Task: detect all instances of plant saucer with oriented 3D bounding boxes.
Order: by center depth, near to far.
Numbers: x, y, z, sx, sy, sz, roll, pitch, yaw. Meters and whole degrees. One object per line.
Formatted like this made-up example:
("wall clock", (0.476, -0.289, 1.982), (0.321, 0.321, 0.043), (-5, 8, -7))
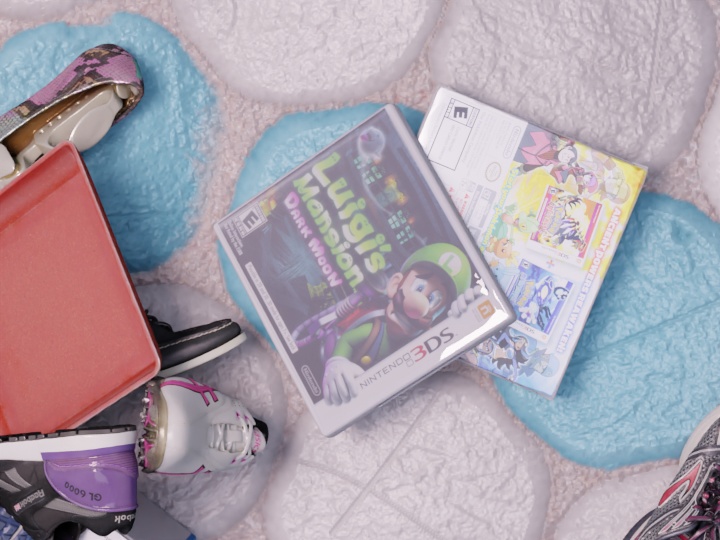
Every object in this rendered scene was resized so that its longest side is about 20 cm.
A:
("plant saucer", (-0.247, 0.033, 1.398), (0.200, 0.037, 0.200), (-33, 72, 29))

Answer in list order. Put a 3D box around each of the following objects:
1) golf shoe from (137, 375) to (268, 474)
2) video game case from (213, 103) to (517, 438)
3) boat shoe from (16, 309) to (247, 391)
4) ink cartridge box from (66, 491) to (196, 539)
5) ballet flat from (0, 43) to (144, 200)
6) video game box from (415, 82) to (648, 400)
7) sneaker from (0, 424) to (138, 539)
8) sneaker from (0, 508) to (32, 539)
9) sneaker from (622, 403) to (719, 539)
("golf shoe", (-0.119, 0.119, 1.374), (0.091, 0.200, 0.073), (4, 88, 4))
("video game case", (0.000, 0.000, 1.411), (0.181, 0.023, 0.201), (-33, 74, 15))
("boat shoe", (-0.191, 0.062, 1.440), (0.198, 0.074, 0.066), (-17, 94, 17))
("ink cartridge box", (-0.228, 0.276, 1.412), (0.086, 0.146, 0.200), (36, 94, 1))
("ballet flat", (-0.254, -0.101, 1.435), (0.200, 0.071, 0.069), (-40, 129, 2))
("video game box", (0.109, -0.024, 1.434), (0.181, 0.047, 0.201), (23, 93, 6))
("sneaker", (-0.246, 0.165, 1.325), (0.199, 0.076, 0.088), (-8, 87, 38))
("sneaker", (-0.338, 0.151, 1.455), (0.200, 0.085, 0.077), (37, 81, -20))
("sneaker", (0.277, 0.189, 1.417), (0.080, 0.075, 0.201), (33, 93, 2))
